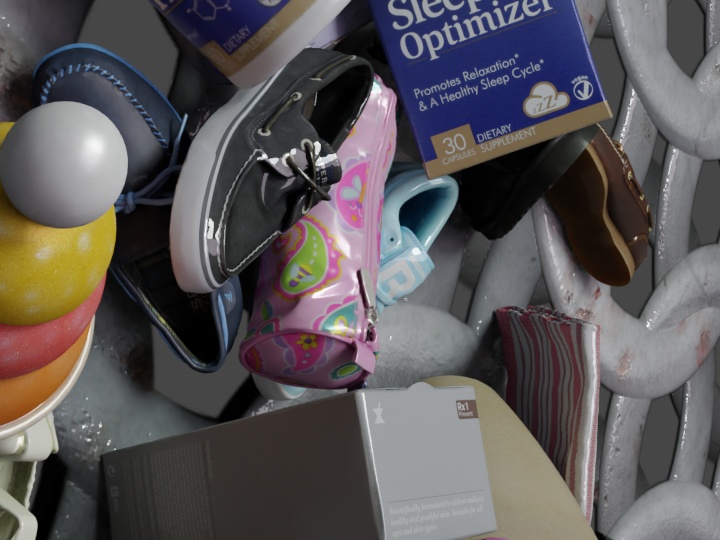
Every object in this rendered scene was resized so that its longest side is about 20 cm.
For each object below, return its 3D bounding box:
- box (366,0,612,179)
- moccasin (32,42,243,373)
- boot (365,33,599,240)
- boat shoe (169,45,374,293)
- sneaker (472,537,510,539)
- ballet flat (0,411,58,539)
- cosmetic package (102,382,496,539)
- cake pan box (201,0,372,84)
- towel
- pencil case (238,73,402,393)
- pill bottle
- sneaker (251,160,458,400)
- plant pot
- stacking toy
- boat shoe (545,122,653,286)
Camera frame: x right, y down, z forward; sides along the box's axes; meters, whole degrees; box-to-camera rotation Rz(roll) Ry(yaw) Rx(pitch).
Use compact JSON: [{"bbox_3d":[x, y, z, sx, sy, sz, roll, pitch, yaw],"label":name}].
[{"bbox_3d":[0.065,-0.169,0.844,0.032,0.121,0.201,-71,142,-75],"label":"box"},{"bbox_3d":[-0.109,-0.030,0.747,0.200,0.080,0.068,59,10,-34],"label":"moccasin"},{"bbox_3d":[0.073,-0.112,0.975,0.158,0.211,0.080,39,74,1],"label":"boot"},{"bbox_3d":[-0.040,-0.059,0.746,0.200,0.066,0.070,-63,150,-50],"label":"boat shoe"},{"bbox_3d":[0.045,0.236,0.773,0.080,0.200,0.087,24,30,-24],"label":"sneaker"},{"bbox_3d":[-0.181,0.108,0.692,0.072,0.071,0.201,16,79,-51],"label":"ballet flat"},{"bbox_3d":[-0.037,0.120,0.759,0.107,0.199,0.091,3,76,-49],"label":"cosmetic package"},{"bbox_3d":[-0.041,-0.235,0.856,0.200,0.052,0.185,-40,125,-42],"label":"cake pan box"},{"bbox_3d":[0.133,0.103,1.012,0.030,0.200,0.147,1,92,-8],"label":"towel"},{"bbox_3d":[-0.019,-0.026,0.834,0.087,0.087,0.201,39,47,-46],"label":"pencil case"},{"bbox_3d":[-0.090,-0.202,0.707,0.200,0.120,0.120,44,56,-15],"label":"pill bottle"},{"bbox_3d":[0.000,0.000,0.897,0.074,0.082,0.201,54,53,-37],"label":"sneaker"},{"bbox_3d":[0.067,0.170,0.905,0.200,0.187,0.188,-96,159,-51],"label":"plant pot"},{"bbox_3d":[-0.149,-0.014,0.594,0.146,0.200,0.147,14,64,-31],"label":"stacking toy"},{"bbox_3d":[0.193,-0.074,1.146,0.070,0.070,0.200,-56,141,-23],"label":"boat shoe"}]
